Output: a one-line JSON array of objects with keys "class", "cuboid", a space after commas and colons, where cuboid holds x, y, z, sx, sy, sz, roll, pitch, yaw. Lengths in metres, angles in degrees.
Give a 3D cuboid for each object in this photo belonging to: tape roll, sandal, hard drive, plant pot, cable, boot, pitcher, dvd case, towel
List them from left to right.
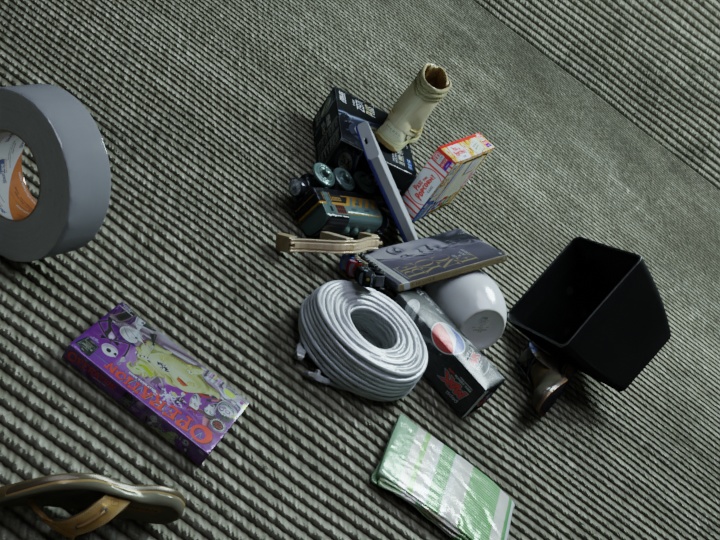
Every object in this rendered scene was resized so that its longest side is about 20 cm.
[{"class": "tape roll", "cuboid": [-0.385, -0.114, 1.218, 0.200, 0.201, 0.066, 46, 31, 15]}, {"class": "sandal", "cuboid": [-0.258, 0.233, 1.008, 0.199, 0.080, 0.054, 19, 55, -37]}, {"class": "cable", "cuboid": [0.003, 0.095, 1.484, 0.199, 0.069, 0.201, 25, 31, -22]}, {"class": "hard drive", "cuboid": [0.047, -0.142, 1.793, 0.132, 0.025, 0.201, -106, 171, -55]}, {"class": "boot", "cuboid": [0.109, -0.309, 1.914, 0.073, 0.156, 0.200, 39, 28, 3]}, {"class": "dvd case", "cuboid": [0.111, -0.020, 1.675, 0.199, 0.016, 0.149, -16, 25, -23]}, {"class": "pitcher", "cuboid": [0.133, 0.040, 1.682, 0.170, 0.122, 0.200, -1, 32, -22]}, {"class": "towel", "cuboid": [0.113, 0.290, 1.380, 0.199, 0.023, 0.153, 36, 28, -1]}, {"class": "boot", "cuboid": [0.284, 0.173, 1.699, 0.097, 0.075, 0.200, 35, 17, 14]}, {"class": "plant pot", "cuboid": [0.405, 0.088, 1.785, 0.177, 0.200, 0.199, 47, -7, -23]}]

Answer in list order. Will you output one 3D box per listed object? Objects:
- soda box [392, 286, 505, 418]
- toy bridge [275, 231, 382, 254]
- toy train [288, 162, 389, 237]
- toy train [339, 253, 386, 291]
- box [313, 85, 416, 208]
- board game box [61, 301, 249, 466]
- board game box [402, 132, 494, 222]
[{"class": "soda box", "cuboid": [0.120, 0.120, 1.577, 0.200, 0.071, 0.063, 47, 33, 18]}, {"class": "toy bridge", "cuboid": [-0.037, -0.042, 1.635, 0.199, 0.027, 0.067, -3, 13, -44]}, {"class": "toy train", "cuboid": [-0.033, -0.107, 1.732, 0.199, 0.085, 0.115, 4, 56, -49]}, {"class": "toy train", "cuboid": [0.000, 0.000, 1.579, 0.045, 0.034, 0.200, 6, 8, -10]}, {"class": "box", "cuboid": [0.005, -0.228, 1.934, 0.163, 0.086, 0.201, 24, 32, -22]}, {"class": "board game box", "cuboid": [-0.234, 0.129, 1.219, 0.200, 0.032, 0.120, 38, 33, 0]}, {"class": "board game box", "cuboid": [0.159, -0.175, 1.964, 0.046, 0.152, 0.200, 43, 29, 11]}]
